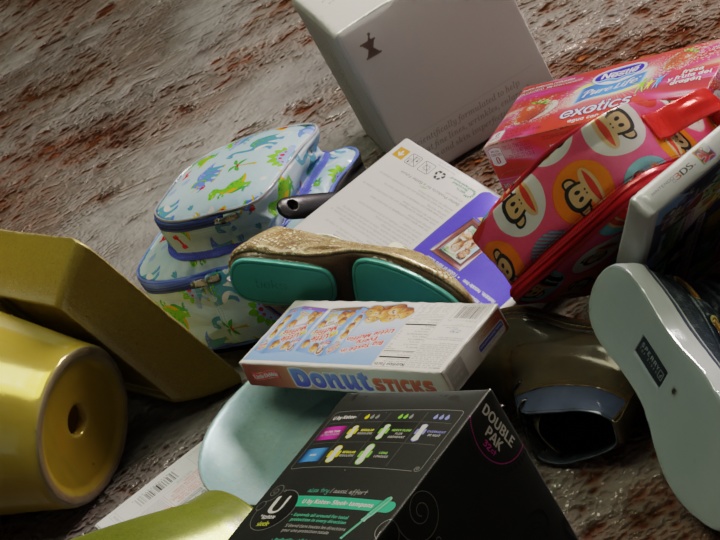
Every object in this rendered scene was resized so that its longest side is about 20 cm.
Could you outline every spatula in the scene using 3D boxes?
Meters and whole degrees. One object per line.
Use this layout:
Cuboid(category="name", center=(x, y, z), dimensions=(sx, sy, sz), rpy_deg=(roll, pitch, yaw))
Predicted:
Cuboid(category="spatula", center=(0.008, -0.056, 1.543), dimensions=(0.199, 0.057, 0.021), rpy_deg=(-3, -29, -44))

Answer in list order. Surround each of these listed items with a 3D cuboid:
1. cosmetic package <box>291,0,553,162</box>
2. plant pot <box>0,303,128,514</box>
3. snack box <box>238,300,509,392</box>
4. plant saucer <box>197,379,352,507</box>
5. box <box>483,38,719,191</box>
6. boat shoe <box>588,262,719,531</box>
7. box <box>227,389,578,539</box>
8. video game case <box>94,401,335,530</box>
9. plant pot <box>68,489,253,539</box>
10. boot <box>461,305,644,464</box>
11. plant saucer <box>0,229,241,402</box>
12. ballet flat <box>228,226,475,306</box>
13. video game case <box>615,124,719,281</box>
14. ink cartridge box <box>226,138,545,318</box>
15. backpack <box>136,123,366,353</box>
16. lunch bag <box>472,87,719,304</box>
Cuboid(category="cosmetic package", center=(0.058, -0.215, 1.770), dimensions=(0.164, 0.166, 0.200), rpy_deg=(-31, 23, -2))
Cuboid(category="plant pot", center=(-0.299, 0.116, 1.523), dimensions=(0.187, 0.202, 0.201), rpy_deg=(3, 37, 27))
Cuboid(category="snack box", center=(0.006, 0.051, 1.279), dimensions=(0.199, 0.024, 0.072), rpy_deg=(0, 39, 46))
Cuboid(category="plant saucer", center=(-0.016, 0.104, 1.278), dimensions=(0.199, 0.039, 0.202), rpy_deg=(-24, 25, 12))
Cuboid(category="box", center=(0.210, -0.098, 1.447), dimensions=(0.199, 0.100, 0.096), rpy_deg=(-12, 28, 37))
Cuboid(category="boat shoe", center=(0.219, 0.072, 1.137), dimensions=(0.071, 0.090, 0.201), rpy_deg=(-61, 37, 36))
Cuboid(category="box", center=(0.014, 0.185, 1.058), dimensions=(0.124, 0.149, 0.200), rpy_deg=(-6, 33, 45))
Cuboid(category="video game case", center=(-0.069, 0.162, 1.325), dimensions=(0.199, 0.046, 0.181), rpy_deg=(-38, 26, -17))
Cuboid(category="plant pot", center=(-0.130, 0.233, 1.113), dimensions=(0.192, 0.202, 0.200), rpy_deg=(-29, 20, -30))
Cuboid(category="boot", center=(0.112, 0.078, 1.249), dimensions=(0.198, 0.075, 0.097), rpy_deg=(-9, 29, 36))
Cuboid(category="plant saucer", center=(-0.224, 0.045, 1.568), dimensions=(0.199, 0.200, 0.049), rpy_deg=(6, 59, 54))
Cuboid(category="ballet flat", center=(0.000, 0.000, 1.371), dimensions=(0.198, 0.071, 0.065), rpy_deg=(12, 37, 19))
Cuboid(category="video game case", center=(0.239, -0.048, 1.246), dimensions=(0.182, 0.200, 0.023), rpy_deg=(-38, 69, -16))
Cuboid(category="ink cartridge box", center=(0.033, 0.004, 1.431), dimensions=(0.199, 0.044, 0.198), rpy_deg=(-38, 50, -23))
Cuboid(category="backpack", center=(-0.094, -0.028, 1.604), dimensions=(0.199, 0.148, 0.183), rpy_deg=(-18, 24, 31))
Cuboid(category="lunch bag", center=(0.186, -0.060, 1.283), dimensions=(0.176, 0.082, 0.199), rpy_deg=(-45, -19, 32))
